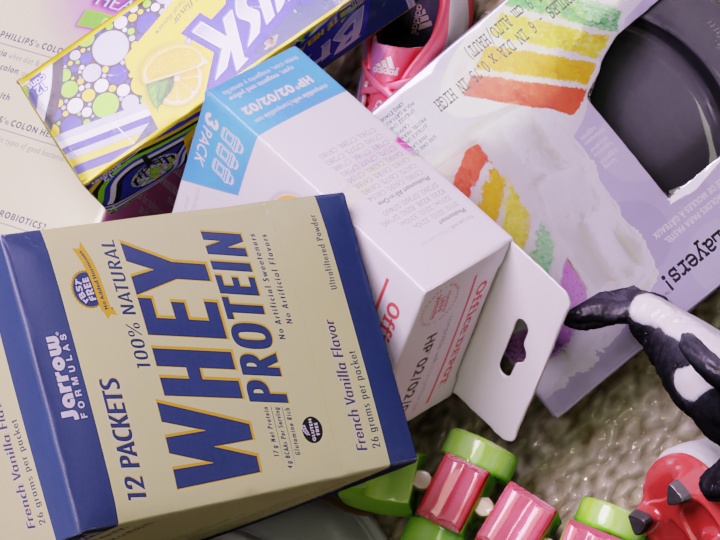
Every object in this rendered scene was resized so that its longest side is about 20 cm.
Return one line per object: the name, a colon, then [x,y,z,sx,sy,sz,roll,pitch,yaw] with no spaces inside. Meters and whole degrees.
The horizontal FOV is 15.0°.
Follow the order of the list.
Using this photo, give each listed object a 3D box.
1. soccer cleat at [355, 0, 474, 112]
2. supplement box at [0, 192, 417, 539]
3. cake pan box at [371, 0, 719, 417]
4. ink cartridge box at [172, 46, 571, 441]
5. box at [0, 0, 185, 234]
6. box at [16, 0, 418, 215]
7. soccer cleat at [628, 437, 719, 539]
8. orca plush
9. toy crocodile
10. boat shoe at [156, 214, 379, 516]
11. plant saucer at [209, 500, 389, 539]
soccer cleat: [0.017,-0.079,1.449,0.066,0.076,0.201,8,76,21]
supplement box: [-0.121,0.064,1.279,0.199,0.199,0.135,-25,77,47]
cake pan box: [0.119,-0.056,1.390,0.200,0.052,0.185,-38,89,3]
ink cartridge box: [0.000,0.000,1.348,0.068,0.116,0.200,-29,61,-38]
box: [-0.179,-0.082,1.507,0.175,0.097,0.201,17,81,22]
box: [-0.071,-0.118,1.402,0.199,0.064,0.070,-35,75,0]
soccer cleat: [0.206,0.169,1.316,0.069,0.085,0.201,-39,78,48]
orca plush: [0.163,0.069,1.272,0.200,0.105,0.071,32,99,41]
toy crocodile: [0.084,0.132,1.362,0.199,0.062,0.068,26,82,11]
boat shoe: [-0.046,0.049,1.438,0.074,0.066,0.200,-43,78,1]
plant saucer: [-0.072,0.191,1.413,0.199,0.050,0.202,-6,72,18]
